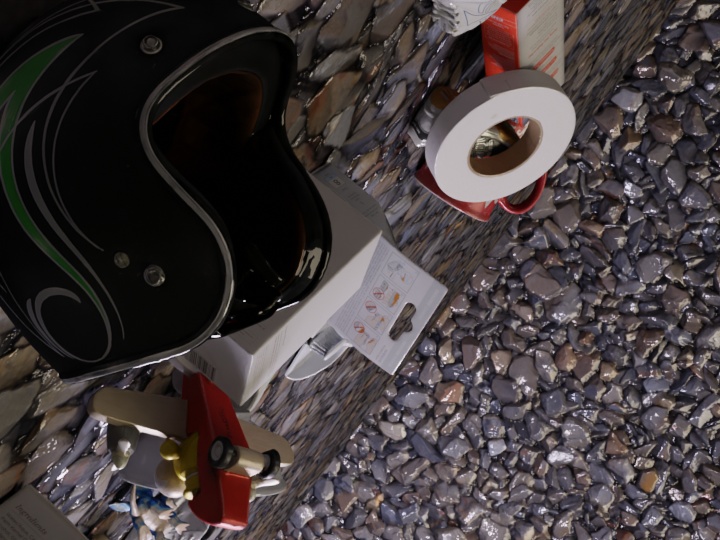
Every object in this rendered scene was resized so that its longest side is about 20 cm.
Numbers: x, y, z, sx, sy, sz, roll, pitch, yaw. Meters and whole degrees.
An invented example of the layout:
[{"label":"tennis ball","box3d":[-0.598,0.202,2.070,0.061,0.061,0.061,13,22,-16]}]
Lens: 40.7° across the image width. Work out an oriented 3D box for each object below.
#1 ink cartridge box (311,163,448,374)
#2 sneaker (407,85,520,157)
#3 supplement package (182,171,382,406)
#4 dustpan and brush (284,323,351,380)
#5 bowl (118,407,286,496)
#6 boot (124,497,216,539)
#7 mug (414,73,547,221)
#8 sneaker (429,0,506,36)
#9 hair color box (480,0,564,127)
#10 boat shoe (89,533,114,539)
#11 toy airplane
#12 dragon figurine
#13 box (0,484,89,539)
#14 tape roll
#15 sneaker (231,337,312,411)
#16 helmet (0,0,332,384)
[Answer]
[{"label":"ink cartridge box","box3d":[0.000,0.000,1.102,0.047,0.200,0.160,-38,163,-46]},{"label":"sneaker","box3d":[0.142,-0.183,1.317,0.200,0.076,0.088,17,126,-42]},{"label":"supplement package","box3d":[-0.092,0.013,0.983,0.200,0.121,0.120,-44,166,-31]},{"label":"dustpan and brush","box3d":[-0.037,0.124,1.689,0.140,0.057,0.200,-57,168,23]},{"label":"bowl","box3d":[-0.184,0.210,1.166,0.201,0.200,0.091,23,73,-78]},{"label":"boot","box3d":[-0.286,0.404,1.493,0.200,0.095,0.074,-50,168,-9]},{"label":"mug","box3d":[0.201,-0.188,1.455,0.177,0.133,0.200,16,111,-44]},{"label":"sneaker","box3d":[0.108,-0.280,0.998,0.087,0.074,0.200,-51,169,22]},{"label":"hair color box","box3d":[0.208,-0.290,1.235,0.102,0.061,0.200,-47,149,-20]},{"label":"boat shoe","box3d":[-0.345,0.406,1.329,0.066,0.074,0.200,-42,166,-18]},{"label":"toy airplane","box3d":[-0.174,0.175,1.023,0.141,0.200,0.199,-50,178,19]},{"label":"dragon figurine","box3d":[-0.290,0.310,1.284,0.059,0.099,0.200,-48,149,-10]},{"label":"box","box3d":[-0.331,0.365,0.944,0.171,0.200,0.199,-37,161,-43]},{"label":"tape roll","box3d":[0.181,-0.171,1.257,0.202,0.037,0.203,-15,144,-11]},{"label":"sneaker","box3d":[-0.138,0.132,1.293,0.201,0.074,0.118,-52,170,5]},{"label":"helmet","box3d":[-0.117,-0.052,0.522,0.199,0.191,0.200,-18,-178,1]}]
